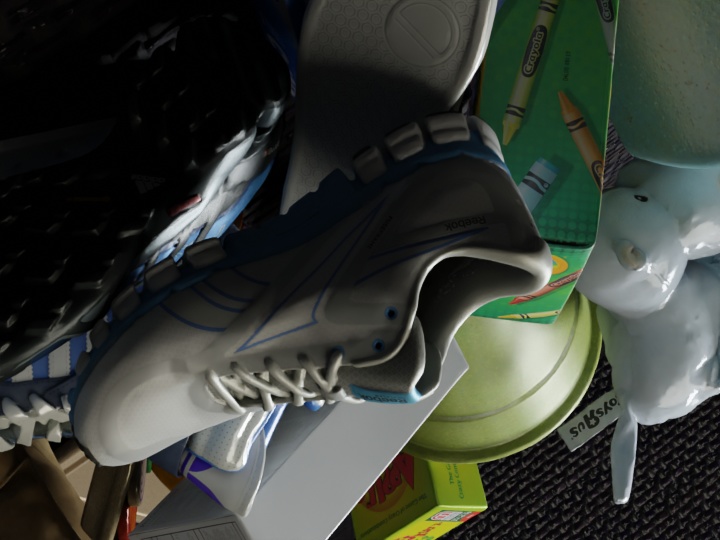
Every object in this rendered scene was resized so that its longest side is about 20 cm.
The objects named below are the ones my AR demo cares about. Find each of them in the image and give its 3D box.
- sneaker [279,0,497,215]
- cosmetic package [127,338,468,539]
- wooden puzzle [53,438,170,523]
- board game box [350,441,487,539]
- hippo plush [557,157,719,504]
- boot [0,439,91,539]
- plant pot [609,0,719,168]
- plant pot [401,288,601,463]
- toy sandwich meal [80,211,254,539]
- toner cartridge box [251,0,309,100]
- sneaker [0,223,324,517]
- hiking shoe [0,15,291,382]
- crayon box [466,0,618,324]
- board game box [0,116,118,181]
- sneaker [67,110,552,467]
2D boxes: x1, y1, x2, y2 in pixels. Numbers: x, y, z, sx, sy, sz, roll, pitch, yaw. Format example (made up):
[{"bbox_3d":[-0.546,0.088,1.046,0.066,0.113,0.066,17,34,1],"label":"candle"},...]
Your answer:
[{"bbox_3d":[0.018,-0.087,0.610,0.099,0.070,0.201,-60,170,-51],"label":"sneaker"},{"bbox_3d":[-0.026,0.092,0.760,0.082,0.051,0.200,-16,-161,40],"label":"cosmetic package"},{"bbox_3d":[-0.123,0.128,1.018,0.199,0.037,0.185,18,139,-42],"label":"wooden puzzle"},{"bbox_3d":[0.026,0.100,1.087,0.047,0.201,0.102,9,147,-35],"label":"board game box"},{"bbox_3d":[0.177,-0.001,0.914,0.199,0.161,0.159,-35,-151,-2],"label":"hippo plush"},{"bbox_3d":[-0.184,0.161,0.786,0.066,0.201,0.175,-43,165,26],"label":"boot"},{"bbox_3d":[0.223,-0.160,0.798,0.196,0.197,0.200,-25,177,-41],"label":"plant pot"},{"bbox_3d":[0.058,0.004,0.962,0.199,0.200,0.190,-35,154,-6],"label":"plant pot"},{"bbox_3d":[-0.095,0.062,0.793,0.205,0.070,0.207,-164,-90,-83],"label":"toy sandwich meal"},{"bbox_3d":[0.001,-0.131,0.631,0.095,0.043,0.200,-37,166,-5],"label":"toner cartridge box"},{"bbox_3d":[-0.112,0.062,0.647,0.199,0.147,0.081,-34,166,-13],"label":"sneaker"},{"bbox_3d":[-0.101,-0.010,0.583,0.200,0.074,0.087,-39,158,-13],"label":"hiking shoe"},{"bbox_3d":[0.082,-0.088,0.683,0.058,0.202,0.119,8,162,2],"label":"crayon box"},{"bbox_3d":[-0.161,-0.009,0.662,0.199,0.026,0.200,-20,158,-49],"label":"board game box"},{"bbox_3d":[-0.017,0.023,0.543,0.199,0.087,0.075,-33,146,1],"label":"sneaker"}]
